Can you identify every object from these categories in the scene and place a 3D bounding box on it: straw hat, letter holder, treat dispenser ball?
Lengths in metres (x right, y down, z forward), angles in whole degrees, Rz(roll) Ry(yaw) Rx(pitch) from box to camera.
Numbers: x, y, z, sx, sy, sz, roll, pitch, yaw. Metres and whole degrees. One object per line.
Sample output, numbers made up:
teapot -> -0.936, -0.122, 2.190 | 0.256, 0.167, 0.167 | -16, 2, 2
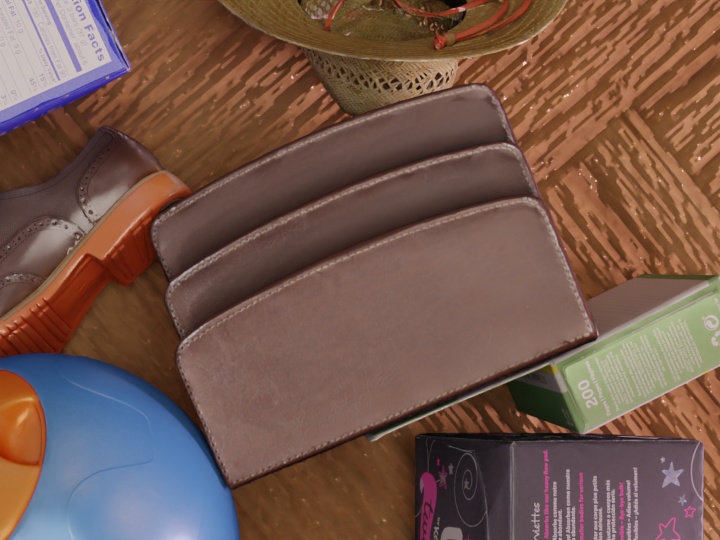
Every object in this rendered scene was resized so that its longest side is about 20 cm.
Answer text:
straw hat -> 0.010, -0.129, 1.279 | 0.199, 0.202, 0.086 | -3, 129, -7
letter holder -> 0.000, 0.000, 1.198 | 0.199, 0.101, 0.143 | -22, 97, 3
treat dispenser ball -> -0.159, 0.142, 1.183 | 0.199, 0.201, 0.203 | 1, 86, -7

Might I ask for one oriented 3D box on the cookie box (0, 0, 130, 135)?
cookie box -> -0.226, -0.091, 1.208 | 0.199, 0.171, 0.076 | -25, 96, -9

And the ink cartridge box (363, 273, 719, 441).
ink cartridge box -> 0.092, 0.060, 1.248 | 0.199, 0.146, 0.048 | -26, 95, -8

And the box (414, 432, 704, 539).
box -> 0.098, 0.186, 1.236 | 0.114, 0.132, 0.202 | 3, 87, -22

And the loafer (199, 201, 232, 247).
loafer -> 0.006, -0.023, 1.285 | 0.198, 0.063, 0.073 | -4, 85, -7

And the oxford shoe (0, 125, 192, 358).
oxford shoe -> -0.184, 0.005, 1.267 | 0.200, 0.071, 0.073 | -42, 72, -12
